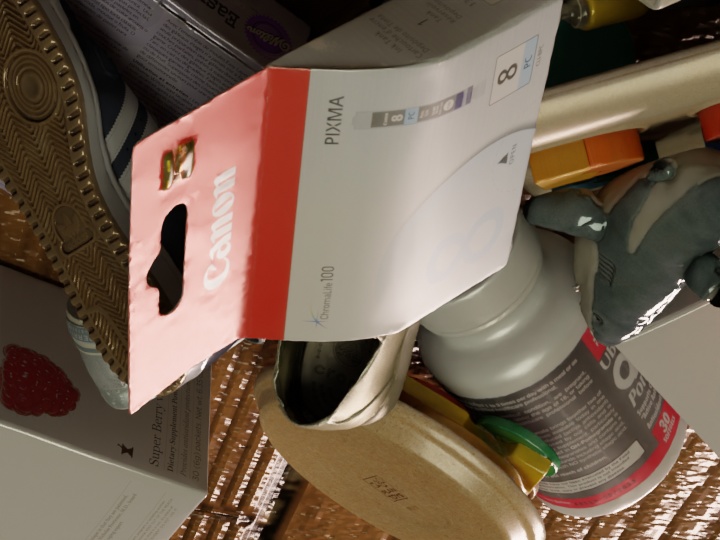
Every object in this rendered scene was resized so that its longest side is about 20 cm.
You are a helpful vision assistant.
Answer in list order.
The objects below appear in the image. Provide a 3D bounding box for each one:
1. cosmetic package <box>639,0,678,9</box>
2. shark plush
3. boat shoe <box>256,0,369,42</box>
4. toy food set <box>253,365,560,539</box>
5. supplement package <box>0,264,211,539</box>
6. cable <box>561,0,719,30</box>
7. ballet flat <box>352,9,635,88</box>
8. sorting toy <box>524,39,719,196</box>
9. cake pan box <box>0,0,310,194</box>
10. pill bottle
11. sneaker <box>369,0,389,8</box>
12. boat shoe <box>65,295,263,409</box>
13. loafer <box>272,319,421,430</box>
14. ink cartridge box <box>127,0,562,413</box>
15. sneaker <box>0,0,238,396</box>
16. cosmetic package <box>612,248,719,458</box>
[{"bbox_3d":[0.160,-0.194,0.747,0.200,0.103,0.088,-28,145,-36],"label":"cosmetic package"},{"bbox_3d":[0.174,-0.018,0.896,0.091,0.084,0.200,-10,175,-43],"label":"shark plush"},{"bbox_3d":[-0.036,-0.140,0.884,0.072,0.072,0.200,33,140,-13],"label":"boat shoe"},{"bbox_3d":[0.026,0.110,1.066,0.197,0.049,0.200,30,158,3],"label":"toy food set"},{"bbox_3d":[-0.201,0.087,1.066,0.199,0.122,0.120,22,131,-23],"label":"supplement package"},{"bbox_3d":[0.178,-0.157,0.884,0.199,0.050,0.097,-5,130,-34],"label":"cable"},{"bbox_3d":[0.064,-0.112,0.892,0.062,0.068,0.200,10,-171,36],"label":"ballet flat"},{"bbox_3d":[0.158,-0.071,0.917,0.184,0.037,0.200,-15,172,12],"label":"sorting toy"},{"bbox_3d":[-0.146,-0.107,0.874,0.200,0.052,0.184,34,141,-15],"label":"cake pan box"},{"bbox_3d":[0.101,0.046,1.046,0.110,0.111,0.200,-24,132,20],"label":"pill bottle"},{"bbox_3d":[0.070,-0.186,0.848,0.081,0.075,0.200,12,136,-30],"label":"sneaker"},{"bbox_3d":[-0.068,0.006,0.963,0.070,0.200,0.072,19,131,43],"label":"boat shoe"},{"bbox_3d":[0.000,0.000,0.915,0.075,0.068,0.201,18,118,20],"label":"loafer"},{"bbox_3d":[-0.007,-0.027,0.761,0.200,0.047,0.161,-33,148,-33],"label":"ink cartridge box"},{"bbox_3d":[-0.102,-0.052,0.838,0.070,0.108,0.201,-20,97,41],"label":"sneaker"},{"bbox_3d":[0.223,0.042,1.051,0.085,0.108,0.200,-29,128,25],"label":"cosmetic package"}]
